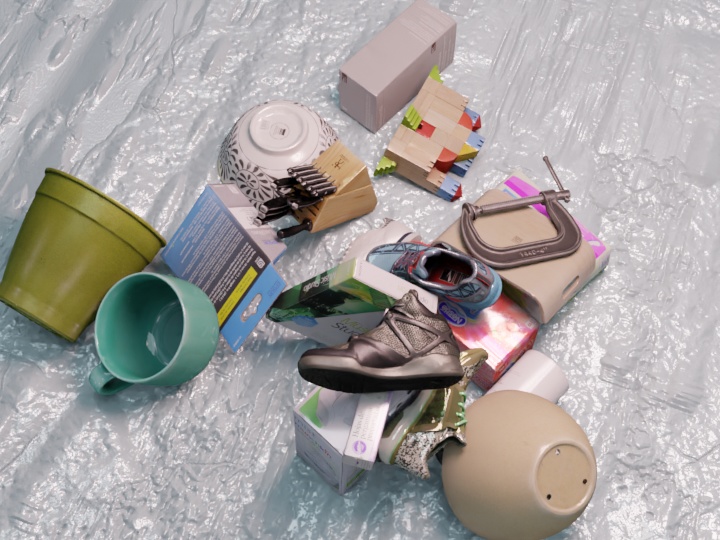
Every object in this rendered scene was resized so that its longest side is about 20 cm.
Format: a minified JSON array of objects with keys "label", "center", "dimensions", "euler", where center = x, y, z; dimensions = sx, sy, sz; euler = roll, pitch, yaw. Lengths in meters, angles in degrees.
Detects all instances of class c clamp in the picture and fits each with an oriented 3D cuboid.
[{"label":"c clamp","center":[0.221,-0.075,1.597],"dimensions":[0.200,0.027,0.171],"euler":[-16,57,-23]}]

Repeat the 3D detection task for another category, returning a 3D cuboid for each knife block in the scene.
[{"label":"knife block","center":[-0.067,-0.095,1.657],"dimensions":[0.176,0.200,0.064],"euler":[-43,71,-7]}]

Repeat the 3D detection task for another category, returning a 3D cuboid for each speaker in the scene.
[{"label":"speaker","center":[0.194,0.200,1.555],"dimensions":[0.081,0.081,0.200],"euler":[40,68,18]}]

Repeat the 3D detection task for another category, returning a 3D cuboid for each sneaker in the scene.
[{"label":"sneaker","center":[0.089,-0.009,1.529],"dimensions":[0.200,0.096,0.079],"euler":[11,74,28]},{"label":"sneaker","center":[0.020,0.086,1.373],"dimensions":[0.199,0.076,0.114],"euler":[-3,64,-9]},{"label":"sneaker","center":[0.110,0.187,1.452],"dimensions":[0.089,0.077,0.200],"euler":[36,75,21]},{"label":"sneaker","center":[0.000,0.000,1.671],"dimensions":[0.200,0.076,0.080],"euler":[-38,58,-23]}]

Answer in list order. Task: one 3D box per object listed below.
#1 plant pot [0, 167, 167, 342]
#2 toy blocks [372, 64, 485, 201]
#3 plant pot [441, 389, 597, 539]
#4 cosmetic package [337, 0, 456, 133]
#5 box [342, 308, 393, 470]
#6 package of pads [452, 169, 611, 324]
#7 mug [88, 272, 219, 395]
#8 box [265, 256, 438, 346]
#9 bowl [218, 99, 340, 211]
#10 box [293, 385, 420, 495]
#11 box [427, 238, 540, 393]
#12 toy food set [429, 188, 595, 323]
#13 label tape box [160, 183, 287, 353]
[{"label":"plant pot","center":[-0.409,-0.010,1.611],"dimensions":[0.200,0.200,0.193],"euler":[27,78,13]},{"label":"toy blocks","center":[0.127,-0.202,1.768],"dimensions":[0.137,0.100,0.200],"euler":[29,66,1]},{"label":"plant pot","center":[0.222,0.255,1.447],"dimensions":[0.200,0.134,0.201],"euler":[1,87,-23]},{"label":"cosmetic package","center":[0.058,-0.327,1.815],"dimensions":[0.090,0.107,0.200],"euler":[36,69,17]},{"label":"box","center":[0.023,0.145,1.407],"dimensions":[0.039,0.041,0.200],"euler":[15,66,4]},{"label":"package of pads","center":[0.247,-0.034,1.685],"dimensions":[0.154,0.068,0.200],"euler":[-40,69,-20]},{"label":"mug","center":[-0.286,0.087,1.584],"dimensions":[0.185,0.114,0.152],"euler":[-12,77,25]},{"label":"box","center":[-0.014,0.050,1.540],"dimensions":[0.144,0.200,0.036],"euler":[25,56,-31]},{"label":"bowl","center":[-0.123,-0.195,1.751],"dimensions":[0.200,0.094,0.201],"euler":[1,62,-1]},{"label":"box","center":[0.014,0.179,1.511],"dimensions":[0.097,0.177,0.200],"euler":[40,70,18]},{"label":"box","center":[0.143,0.065,1.617],"dimensions":[0.200,0.095,0.103],"euler":[41,70,18]},{"label":"toy food set","center":[0.214,-0.022,1.602],"dimensions":[0.200,0.060,0.143],"euler":[32,51,21]},{"label":"label tape box","center":[-0.179,-0.005,1.624],"dimensions":[0.200,0.144,0.063],"euler":[50,29,22]}]
